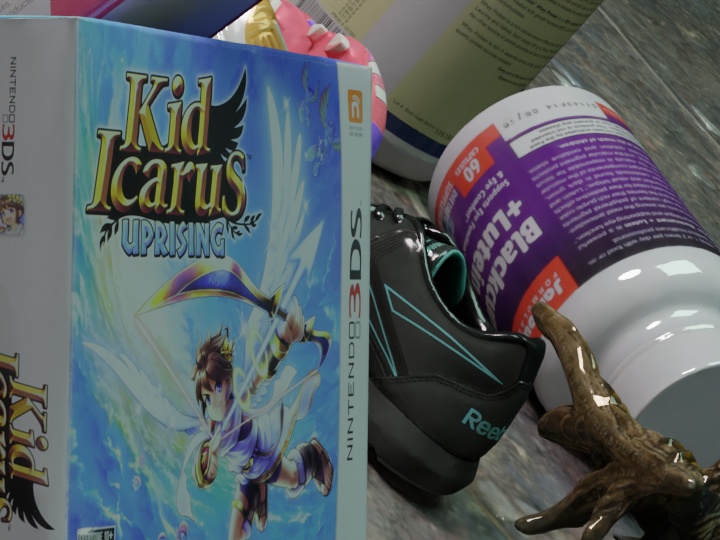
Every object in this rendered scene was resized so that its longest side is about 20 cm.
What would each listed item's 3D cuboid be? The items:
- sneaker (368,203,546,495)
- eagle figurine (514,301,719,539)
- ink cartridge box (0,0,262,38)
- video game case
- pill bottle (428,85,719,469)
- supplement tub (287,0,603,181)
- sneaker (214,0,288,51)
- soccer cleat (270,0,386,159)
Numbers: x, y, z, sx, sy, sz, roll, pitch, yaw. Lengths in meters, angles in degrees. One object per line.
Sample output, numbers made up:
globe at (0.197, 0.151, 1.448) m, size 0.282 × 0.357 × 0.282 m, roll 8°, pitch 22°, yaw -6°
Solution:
sneaker at (0.000, 0.000, 1.166) m, size 0.200 × 0.079 × 0.075 m, roll 48°, pitch 18°, yaw 23°
eagle figurine at (0.167, 0.100, 1.105) m, size 0.199 × 0.150 × 0.153 m, roll 26°, pitch 58°, yaw -37°
ink cartridge box at (-0.121, -0.153, 0.900) m, size 0.201 × 0.146 × 0.083 m, roll 61°, pitch 21°, yaw 13°
video game case at (-0.055, 0.020, 0.858) m, size 0.045 × 0.183 × 0.200 m, roll 0°, pitch 0°, yaw 24°
pill bottle at (0.118, 0.011, 1.341) m, size 0.111 × 0.112 × 0.200 m, roll 26°, pitch 23°, yaw -41°
supplement tub at (0.050, -0.162, 1.457) m, size 0.145 × 0.200 × 0.145 m, roll 38°, pitch 17°, yaw -14°
sneaker at (-0.094, -0.094, 1.194) m, size 0.076 × 0.087 × 0.200 m, roll 68°, pitch -11°, yaw -12°
soccer cleat at (-0.020, -0.073, 1.290) m, size 0.077 × 0.067 × 0.200 m, roll 52°, pitch -1°, yaw -26°
